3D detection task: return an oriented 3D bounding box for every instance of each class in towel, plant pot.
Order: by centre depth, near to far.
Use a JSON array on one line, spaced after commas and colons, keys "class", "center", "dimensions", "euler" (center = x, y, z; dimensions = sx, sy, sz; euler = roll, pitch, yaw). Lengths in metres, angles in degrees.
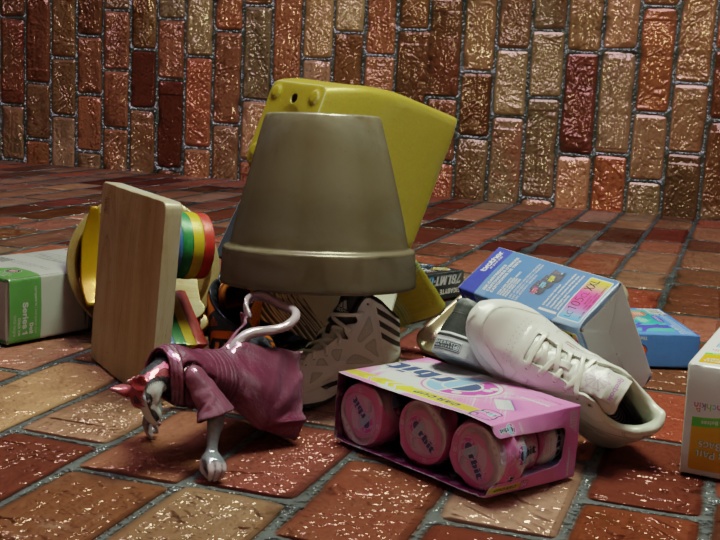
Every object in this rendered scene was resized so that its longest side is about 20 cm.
[{"class": "plant pot", "center": [-0.039, -0.070, 1.108], "dimensions": [0.200, 0.174, 0.200], "euler": [3, 6, 0]}, {"class": "towel", "center": [0.000, 0.000, 1.316], "dimensions": [0.144, 0.200, 0.023], "euler": [-16, 35, 32]}, {"class": "plant pot", "center": [-0.030, -0.160, 1.453], "dimensions": [0.200, 0.196, 0.194], "euler": [24, -4, -42]}]

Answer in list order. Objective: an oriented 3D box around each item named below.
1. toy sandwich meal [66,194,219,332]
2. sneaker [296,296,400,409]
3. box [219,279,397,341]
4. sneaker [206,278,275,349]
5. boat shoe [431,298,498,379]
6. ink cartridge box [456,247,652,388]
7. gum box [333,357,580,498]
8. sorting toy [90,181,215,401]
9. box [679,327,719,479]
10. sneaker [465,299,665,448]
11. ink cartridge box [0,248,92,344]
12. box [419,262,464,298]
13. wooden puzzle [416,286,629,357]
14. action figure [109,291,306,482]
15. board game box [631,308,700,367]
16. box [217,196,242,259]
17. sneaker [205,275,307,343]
[{"class": "toy sandwich meal", "center": [-0.259, -0.007, 1.323], "dimensions": [0.205, 0.205, 0.070], "euler": [0, -18, -17]}, {"class": "sneaker", "center": [-0.042, 0.074, 1.126], "dimensions": [0.200, 0.115, 0.076], "euler": [-5, 13, -38]}, {"class": "box", "center": [-0.063, 0.028, 1.289], "dimensions": [0.200, 0.082, 0.068], "euler": [22, 24, 0]}, {"class": "sneaker", "center": [-0.126, 0.058, 1.200], "dimensions": [0.077, 0.112, 0.200], "euler": [3, 9, -3]}, {"class": "boat shoe", "center": [0.135, 0.080, 1.083], "dimensions": [0.074, 0.068, 0.199], "euler": [14, -13, 40]}, {"class": "ink cartridge box", "center": [0.190, 0.060, 1.145], "dimensions": [0.076, 0.137, 0.200], "euler": [-41, 35, -22]}, {"class": "gum box", "center": [0.085, 0.134, 0.957], "dimensions": [0.113, 0.066, 0.200], "euler": [-4, 12, -41]}, {"class": "sorting toy", "center": [-0.218, 0.017, 1.163], "dimensions": [0.070, 0.200, 0.199], "euler": [2, 9, -31]}, {"class": "box", "center": [0.370, 0.121, 1.014], "dimensions": [0.112, 0.101, 0.200], "euler": [7, 11, 26]}, {"class": "sneaker", "center": [0.187, 0.085, 0.979], "dimensions": [0.200, 0.075, 0.100], "euler": [34, -17, -9]}, {"class": "ink cartridge box", "center": [-0.401, 0.027, 1.384], "dimensions": [0.146, 0.084, 0.200], "euler": [11, 12, 38]}, {"class": "box", "center": [0.025, 0.014, 1.698], "dimensions": [0.198, 0.050, 0.200], "euler": [11, 13, 38]}, {"class": "wooden puzzle", "center": [0.193, 0.063, 1.312], "dimensions": [0.185, 0.037, 0.200], "euler": [-39, 33, -25]}, {"class": "action figure", "center": [-0.124, 0.092, 0.948], "dimensions": [0.134, 0.149, 0.200], "euler": [18, 3, 36]}, {"class": "board game box", "center": [0.306, 0.082, 1.393], "dimensions": [0.200, 0.045, 0.152], "euler": [3, 11, -3]}, {"class": "box", "center": [-0.061, -0.014, 1.477], "dimensions": [0.182, 0.104, 0.200], "euler": [30, -9, -36]}, {"class": "sneaker", "center": [-0.144, 0.051, 1.366], "dimensions": [0.200, 0.075, 0.078], "euler": [4, 13, 14]}]
